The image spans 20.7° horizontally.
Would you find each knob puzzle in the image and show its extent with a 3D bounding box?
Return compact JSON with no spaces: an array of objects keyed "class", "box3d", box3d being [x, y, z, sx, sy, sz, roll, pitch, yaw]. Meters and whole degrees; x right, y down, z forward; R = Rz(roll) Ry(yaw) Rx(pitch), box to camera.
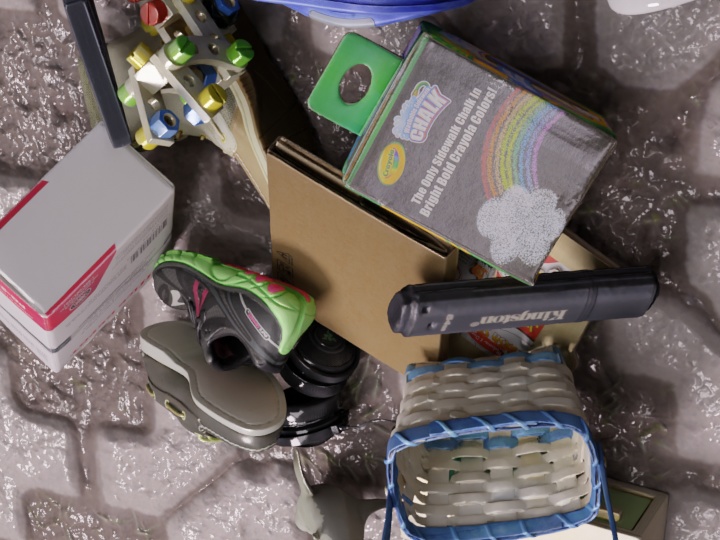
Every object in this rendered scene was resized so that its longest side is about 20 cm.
[{"class":"knob puzzle","box3d":[0.090,0.018,1.546,0.220,0.030,0.220,12,118,24]}]

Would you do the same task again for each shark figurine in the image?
[{"class":"shark figurine","box3d":[0.000,0.222,1.608,0.089,0.215,0.128,-11,123,-10]}]

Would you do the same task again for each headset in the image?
[{"class":"headset","box3d":[-0.029,0.091,1.632,0.200,0.094,0.124,31,128,30]}]

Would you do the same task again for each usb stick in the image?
[{"class":"usb stick","box3d":[0.120,0.022,1.428,0.055,0.200,0.033,119,144,-63]}]

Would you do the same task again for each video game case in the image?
[{"class":"video game case","box3d":[-0.214,-0.208,1.495,0.019,0.200,0.143,-16,137,-3]}]

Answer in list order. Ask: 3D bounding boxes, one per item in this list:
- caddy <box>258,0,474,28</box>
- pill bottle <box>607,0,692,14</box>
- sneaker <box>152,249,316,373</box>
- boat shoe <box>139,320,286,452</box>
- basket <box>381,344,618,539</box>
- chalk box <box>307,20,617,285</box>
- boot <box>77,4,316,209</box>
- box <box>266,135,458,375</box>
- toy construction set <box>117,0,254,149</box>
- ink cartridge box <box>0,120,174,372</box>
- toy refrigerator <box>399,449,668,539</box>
[{"class":"caddy","box3d":[-0.010,-0.227,1.422,0.200,0.141,0.105,11,112,23]},{"class":"pill bottle","box3d":[0.191,-0.281,1.308,0.114,0.114,0.200,-11,106,31]},{"class":"sneaker","box3d":[-0.115,0.035,1.583,0.200,0.077,0.084,17,86,56]},{"class":"boat shoe","box3d":[-0.120,0.104,1.622,0.202,0.072,0.060,34,130,51]},{"class":"basket","box3d":[0.103,0.160,1.461,0.176,0.200,0.139,-5,131,10]},{"class":"chalk box","box3d":[0.063,-0.097,1.405,0.200,0.124,0.124,29,101,-3]},{"class":"boot","box3d":[-0.131,-0.115,1.577,0.155,0.072,0.200,-25,93,32]},{"class":"box","box3d":[0.000,0.000,1.503,0.163,0.021,0.200,31,152,18]},{"class":"toy construction set","box3d":[-0.152,-0.196,1.445,0.092,0.131,0.200,-17,98,39]},{"class":"ink cartridge box","box3d":[-0.225,-0.014,1.573,0.084,0.145,0.200,42,165,5]},{"class":"toy refrigerator","box3d":[0.138,0.193,1.575,0.200,0.076,0.070,14,118,22]}]
